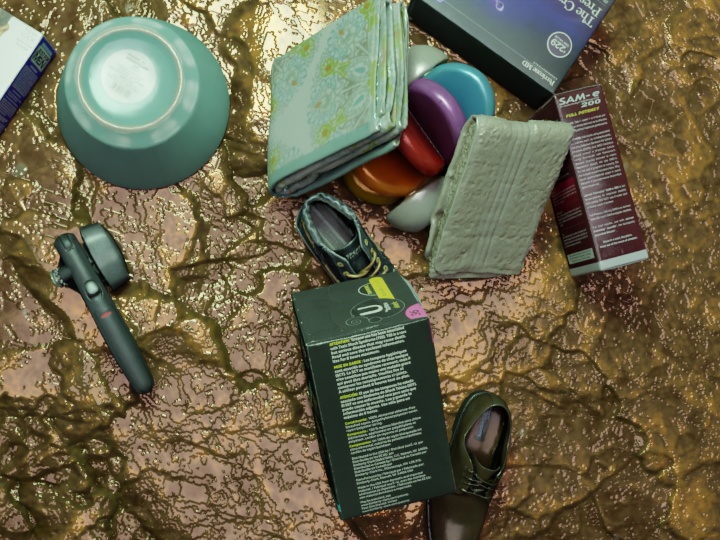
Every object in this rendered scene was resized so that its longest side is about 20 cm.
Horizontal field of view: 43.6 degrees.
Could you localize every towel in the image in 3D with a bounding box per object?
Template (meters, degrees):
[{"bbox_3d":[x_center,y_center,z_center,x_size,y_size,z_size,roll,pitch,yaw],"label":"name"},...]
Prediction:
[{"bbox_3d":[-0.028,-0.185,0.971,0.048,0.199,0.173,22,60,-41],"label":"towel"},{"bbox_3d":[0.149,-0.077,0.992,0.132,0.035,0.201,-1,126,-27],"label":"towel"}]

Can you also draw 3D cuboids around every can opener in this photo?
[{"bbox_3d":[-0.280,0.046,0.994,0.078,0.063,0.201,-25,87,-7],"label":"can opener"}]

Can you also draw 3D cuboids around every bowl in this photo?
[{"bbox_3d":[-0.247,-0.197,0.997,0.199,0.105,0.203,0,86,-6],"label":"bowl"}]

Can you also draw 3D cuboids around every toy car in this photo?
[{"bbox_3d":[0.070,-0.155,0.999,0.199,0.150,0.176,-36,89,-7],"label":"toy car"}]

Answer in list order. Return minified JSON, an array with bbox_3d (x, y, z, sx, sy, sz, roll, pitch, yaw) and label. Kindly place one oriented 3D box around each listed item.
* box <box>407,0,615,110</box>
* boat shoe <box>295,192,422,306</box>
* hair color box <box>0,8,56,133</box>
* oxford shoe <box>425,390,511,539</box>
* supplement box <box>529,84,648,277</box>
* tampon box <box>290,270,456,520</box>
[{"bbox_3d":[0.174,-0.310,1.060,0.199,0.079,0.142,34,86,-2],"label":"box"},{"bbox_3d":[0.000,0.000,1.009,0.071,0.091,0.200,-43,90,-7],"label":"boat shoe"},{"bbox_3d":[-0.445,-0.200,1.000,0.109,0.065,0.201,31,82,-1],"label":"hair color box"},{"bbox_3d":[0.121,0.234,1.006,0.072,0.084,0.202,13,86,-6],"label":"oxford shoe"},{"bbox_3d":[0.259,-0.099,1.033,0.060,0.109,0.202,-15,88,-5],"label":"supplement box"},{"bbox_3d":[0.011,0.125,0.940,0.125,0.150,0.202,-12,110,-7],"label":"tampon box"}]
